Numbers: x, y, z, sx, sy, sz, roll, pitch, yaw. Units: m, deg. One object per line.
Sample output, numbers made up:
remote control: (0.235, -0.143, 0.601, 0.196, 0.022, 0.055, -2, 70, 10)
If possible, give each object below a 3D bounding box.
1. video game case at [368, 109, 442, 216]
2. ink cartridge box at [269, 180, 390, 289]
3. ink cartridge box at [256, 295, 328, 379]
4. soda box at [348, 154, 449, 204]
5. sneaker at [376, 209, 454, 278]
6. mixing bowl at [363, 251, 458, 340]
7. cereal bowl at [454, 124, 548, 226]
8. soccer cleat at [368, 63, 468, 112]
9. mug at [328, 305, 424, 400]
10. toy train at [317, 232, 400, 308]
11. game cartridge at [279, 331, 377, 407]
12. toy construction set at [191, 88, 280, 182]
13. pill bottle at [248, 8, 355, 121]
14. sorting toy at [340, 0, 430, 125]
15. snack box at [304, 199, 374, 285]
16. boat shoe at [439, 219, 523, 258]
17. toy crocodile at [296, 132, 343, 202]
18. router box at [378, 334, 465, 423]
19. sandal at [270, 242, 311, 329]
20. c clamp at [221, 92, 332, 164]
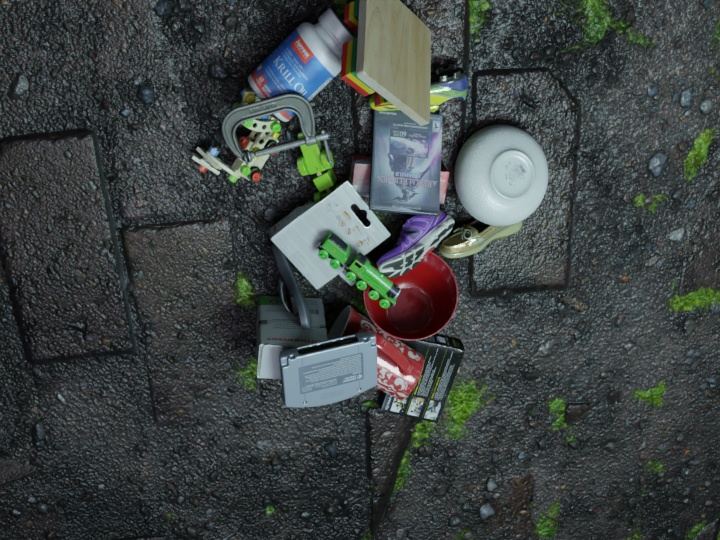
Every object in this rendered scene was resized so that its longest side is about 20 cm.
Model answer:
video game case: (0.089, -0.213, 1.604, 0.139, 0.019, 0.205, 4, 80, -10)
ink cartridge box: (-0.063, -0.078, 1.659, 0.198, 0.050, 0.163, -36, 121, 11)
ink cartridge box: (-0.145, 0.138, 1.700, 0.142, 0.201, 0.086, 4, 117, -9)
soda box: (0.076, -0.185, 1.651, 0.195, 0.064, 0.072, 4, 114, -10)
sneaker: (0.103, -0.061, 1.684, 0.199, 0.083, 0.081, -38, 159, -23)
mixing bowl: (0.105, 0.066, 1.726, 0.195, 0.205, 0.109, -11, 157, -2)
cereal bowl: (0.289, -0.190, 1.633, 0.195, 0.083, 0.206, -1, 95, -10)
soccer cleat: (0.114, -0.334, 1.586, 0.195, 0.065, 0.085, -15, 130, 3)
mug: (0.030, 0.188, 1.733, 0.198, 0.178, 0.135, 31, 98, -12)
toy train: (0.000, 0.000, 1.633, 0.199, 0.042, 0.056, 38, 126, -9)
game cartridge: (-0.062, 0.201, 1.614, 0.195, 0.041, 0.136, -11, 118, -16)
toy construction set: (-0.229, -0.245, 1.565, 0.200, 0.093, 0.130, -43, 139, 22)
pill bottle: (-0.103, -0.381, 1.506, 0.199, 0.113, 0.112, -42, 114, 12)
sorting toy: (0.045, -0.385, 1.470, 0.069, 0.205, 0.197, -13, 154, 36)
snack box: (-0.062, -0.055, 1.717, 0.072, 0.024, 0.200, -41, 114, 13)
boat shoe: (0.249, -0.087, 1.704, 0.197, 0.073, 0.064, -22, 119, -12)
toy crocodile: (-0.073, -0.187, 1.635, 0.066, 0.062, 0.203, -17, 113, 19)
router box: (0.138, 0.241, 1.871, 0.146, 0.051, 0.204, 13, 113, -11)
sandal: (-0.148, 0.036, 1.674, 0.042, 0.203, 0.076, -24, 157, 0)
c clamp: (-0.153, -0.244, 1.509, 0.195, 0.027, 0.173, -11, 136, -5)
